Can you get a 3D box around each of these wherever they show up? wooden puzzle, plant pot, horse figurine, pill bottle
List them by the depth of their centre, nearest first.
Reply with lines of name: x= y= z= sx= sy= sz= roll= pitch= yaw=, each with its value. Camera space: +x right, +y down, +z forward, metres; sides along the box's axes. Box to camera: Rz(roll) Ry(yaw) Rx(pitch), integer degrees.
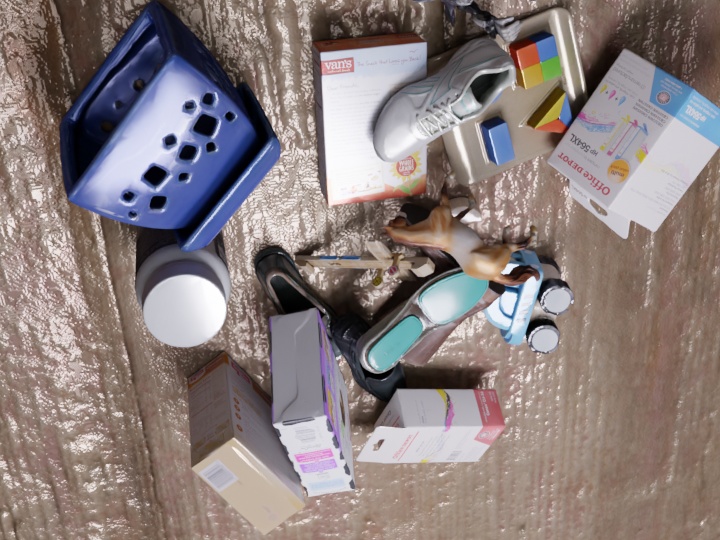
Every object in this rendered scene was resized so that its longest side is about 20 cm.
plant pot: x=-0.212 y=-0.154 z=1.060 sx=0.180 sy=0.200 sz=0.200 roll=33 pitch=106 yaw=-33
pill bottle: x=-0.217 y=0.002 z=1.131 sx=0.113 sy=0.200 sz=0.114 roll=-5 pitch=118 yaw=-10
horse figurine: x=0.141 y=-0.040 z=1.174 sx=0.200 sy=0.133 sz=0.050 roll=37 pitch=144 yaw=6
wooden puzzle: x=0.198 y=-0.219 z=1.201 sx=0.199 sy=0.046 sz=0.186 roll=-21 pitch=120 yaw=-1

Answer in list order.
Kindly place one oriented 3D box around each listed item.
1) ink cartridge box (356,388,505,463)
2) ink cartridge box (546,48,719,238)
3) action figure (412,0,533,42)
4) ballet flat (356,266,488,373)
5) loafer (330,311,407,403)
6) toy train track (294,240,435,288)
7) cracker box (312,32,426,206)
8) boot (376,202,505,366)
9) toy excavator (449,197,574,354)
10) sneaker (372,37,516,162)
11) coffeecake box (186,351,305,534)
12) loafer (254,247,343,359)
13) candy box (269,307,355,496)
ink cartridge box: x=0.096 y=0.229 z=1.368 sx=0.199 sy=0.068 sz=0.117 roll=3 pitch=142 yaw=-20
ink cartridge box: x=0.354 y=-0.155 z=1.203 sx=0.125 sy=0.129 sz=0.200 roll=17 pitch=113 yaw=-44
action figure: x=0.166 y=-0.344 z=1.099 sx=0.199 sy=0.102 sz=0.119 roll=-16 pitch=131 yaw=-6
ballet flat: x=0.075 y=0.054 z=1.207 sx=0.200 sy=0.064 sz=0.067 roll=-38 pitch=111 yaw=-2
loafer: x=0.021 y=0.135 z=1.310 sx=0.068 sy=0.070 sz=0.201 roll=-41 pitch=136 yaw=-8
toy train track: x=0.000 y=0.000 z=1.207 sx=0.199 sy=0.033 sz=0.115 roll=2 pitch=156 yaw=31
cracker box: x=0.013 y=-0.189 z=1.167 sx=0.133 sy=0.058 sz=0.201 roll=-8 pitch=119 yaw=-11
boot: x=0.071 y=0.027 z=1.279 sx=0.186 sy=0.064 sz=0.200 roll=44 pitch=128 yaw=-3
toy excavator: x=0.192 y=0.007 z=1.297 sx=0.199 sy=0.100 sz=0.195 roll=9 pitch=115 yaw=-6
sneaker: x=0.099 y=-0.199 z=1.110 sx=0.200 sy=0.080 sz=0.070 roll=-40 pitch=124 yaw=5
coffeecake box: x=-0.159 y=0.230 z=1.262 sx=0.073 sy=0.200 sz=0.154 roll=-36 pitch=119 yaw=8
loafer: x=-0.080 y=0.060 z=1.271 sx=0.072 sy=0.063 sz=0.200 roll=-33 pitch=119 yaw=5
candy box: x=-0.063 y=0.180 z=1.242 sx=0.071 sy=0.168 sz=0.200 roll=-11 pitch=139 yaw=5
